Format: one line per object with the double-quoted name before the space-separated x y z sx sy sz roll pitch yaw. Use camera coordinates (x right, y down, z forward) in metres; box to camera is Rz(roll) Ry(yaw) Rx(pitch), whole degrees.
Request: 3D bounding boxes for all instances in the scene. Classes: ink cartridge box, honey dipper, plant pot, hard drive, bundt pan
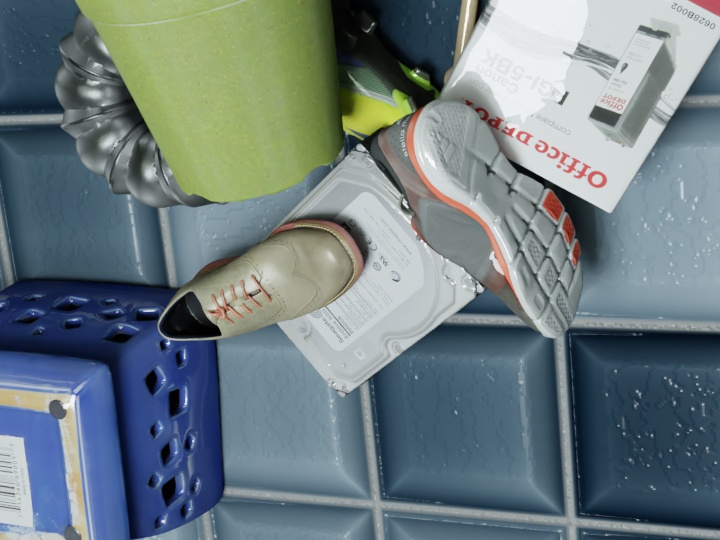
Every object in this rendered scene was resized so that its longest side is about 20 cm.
"ink cartridge box" 0.157 -0.161 0.961 0.147 0.083 0.200 28 116 1
"honey dipper" 0.080 -0.220 1.013 0.038 0.038 0.200 16 115 18
"plant pot" -0.092 -0.155 0.971 0.200 0.200 0.190 -2 120 24
"hard drive" 0.000 0.000 1.085 0.140 0.038 0.200 50 138 0
"plant pot" -0.242 0.129 1.186 0.200 0.180 0.200 4 108 21
"bundt pan" -0.154 -0.138 1.118 0.202 0.076 0.202 7 109 21

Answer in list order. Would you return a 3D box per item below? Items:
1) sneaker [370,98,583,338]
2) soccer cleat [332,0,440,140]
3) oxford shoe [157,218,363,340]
"sneaker" 0.080 -0.034 0.981 0.082 0.077 0.200 -7 128 47
"soccer cleat" 0.011 -0.120 1.066 0.200 0.065 0.084 49 133 2
"oxford shoe" -0.077 0.019 1.079 0.200 0.075 0.070 -25 101 47
